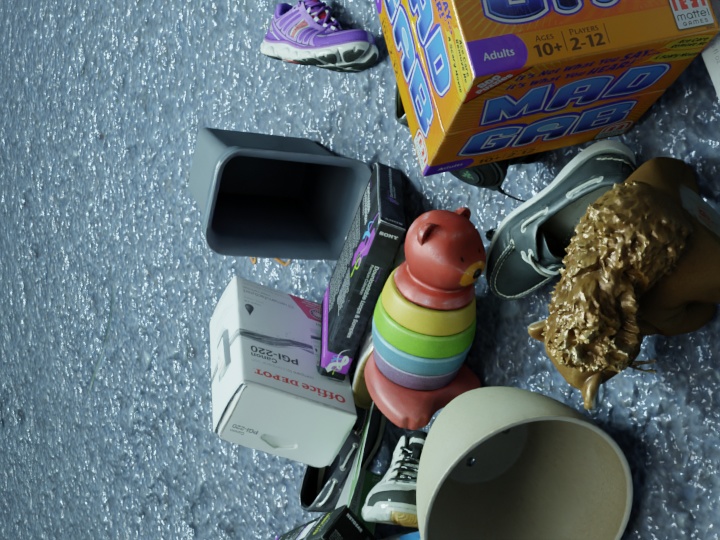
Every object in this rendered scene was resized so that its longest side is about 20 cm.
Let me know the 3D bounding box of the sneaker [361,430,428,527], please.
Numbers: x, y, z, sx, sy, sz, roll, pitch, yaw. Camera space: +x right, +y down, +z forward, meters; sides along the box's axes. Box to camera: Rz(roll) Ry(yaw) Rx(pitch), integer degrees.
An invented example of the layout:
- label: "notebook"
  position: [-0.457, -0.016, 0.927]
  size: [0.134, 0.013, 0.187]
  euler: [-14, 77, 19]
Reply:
- label: "sneaker"
  position: [0.048, 0.209, 1.088]
  size: [0.074, 0.200, 0.090]
  euler: [7, 88, 10]

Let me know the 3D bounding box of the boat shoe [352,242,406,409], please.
- label: "boat shoe"
  position: [0.037, 0.061, 1.179]
  size: [0.070, 0.070, 0.203]
  euler: [-114, 40, -54]

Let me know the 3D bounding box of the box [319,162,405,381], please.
- label: "box"
  position: [0.000, 0.000, 1.183]
  size: [0.144, 0.035, 0.203]
  euler: [-91, 19, -59]

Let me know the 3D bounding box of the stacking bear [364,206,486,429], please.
- label: "stacking bear"
  position: [0.071, 0.035, 1.055]
  size: [0.113, 0.120, 0.203]
  euler: [39, 132, 36]

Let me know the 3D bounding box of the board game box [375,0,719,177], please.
- label: "board game box"
  position: [0.134, -0.222, 0.874]
  size: [0.200, 0.196, 0.204]
  euler: [116, 140, -73]

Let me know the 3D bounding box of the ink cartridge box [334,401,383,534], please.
- label: "ink cartridge box"
  position: [-0.002, 0.267, 1.180]
  size: [0.146, 0.047, 0.203]
  euler: [-75, 4, -61]

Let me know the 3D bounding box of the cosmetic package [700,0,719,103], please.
- label: "cosmetic package"
  position: [0.348, -0.190, 0.762]
  size: [0.199, 0.080, 0.115]
  euler: [-35, 64, 47]

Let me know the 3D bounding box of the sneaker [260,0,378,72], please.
- label: "sneaker"
  position: [-0.053, -0.282, 1.249]
  size: [0.199, 0.080, 0.085]
  euler: [23, 104, 48]

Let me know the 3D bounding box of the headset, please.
- label: "headset"
  position: [0.123, -0.119, 1.020]
  size: [0.093, 0.123, 0.203]
  euler: [-7, 111, 53]

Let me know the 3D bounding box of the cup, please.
- label: "cup"
  position: [0.132, 0.190, 0.993]
  size: [0.143, 0.196, 0.204]
  euler: [-124, 44, -63]

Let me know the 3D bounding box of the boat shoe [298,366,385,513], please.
- label: "boat shoe"
  position: [-0.024, 0.204, 1.259]
  size: [0.072, 0.062, 0.203]
  euler: [39, 121, 43]

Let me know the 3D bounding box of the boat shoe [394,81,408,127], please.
- label: "boat shoe"
  position: [0.074, -0.246, 1.102]
  size: [0.071, 0.065, 0.205]
  euler: [21, 109, 48]

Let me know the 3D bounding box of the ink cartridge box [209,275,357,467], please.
- label: "ink cartridge box"
  position: [-0.093, 0.112, 1.216]
  size: [0.086, 0.143, 0.201]
  euler: [-58, 24, 28]

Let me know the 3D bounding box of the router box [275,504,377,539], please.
- label: "router box"
  position: [0.000, 0.343, 1.074]
  size: [0.201, 0.051, 0.149]
  euler: [50, 138, -3]

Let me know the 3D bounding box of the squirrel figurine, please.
- label: "squirrel figurine"
  position: [0.205, 0.019, 0.861]
  size: [0.187, 0.198, 0.142]
  euler: [-50, 61, 29]

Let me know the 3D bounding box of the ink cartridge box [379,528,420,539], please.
- label: "ink cartridge box"
  position: [0.091, 0.375, 1.129]
  size: [0.115, 0.066, 0.204]
  euler: [-28, 71, 48]

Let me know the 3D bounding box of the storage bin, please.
- label: "storage bin"
  position: [-0.107, -0.092, 1.251]
  size: [0.134, 0.197, 0.148]
  euler: [45, 126, 51]

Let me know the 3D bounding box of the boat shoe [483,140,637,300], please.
- label: "boat shoe"
  position: [0.178, -0.033, 0.976]
  size: [0.201, 0.075, 0.061]
  euler: [-56, 15, 39]
